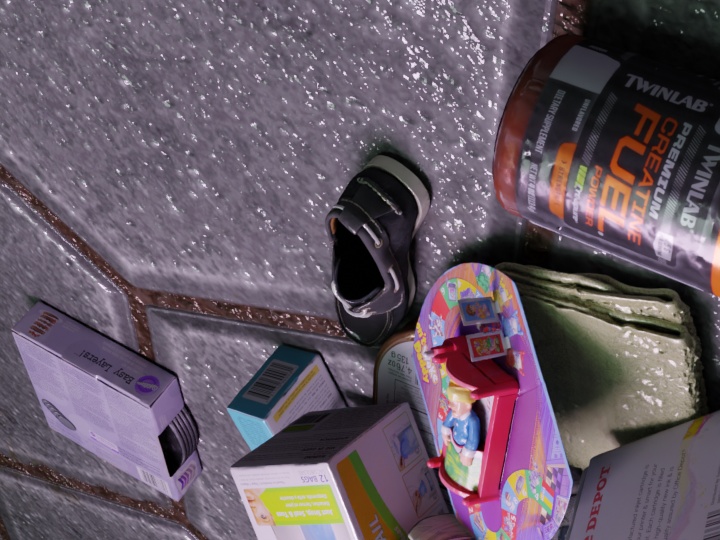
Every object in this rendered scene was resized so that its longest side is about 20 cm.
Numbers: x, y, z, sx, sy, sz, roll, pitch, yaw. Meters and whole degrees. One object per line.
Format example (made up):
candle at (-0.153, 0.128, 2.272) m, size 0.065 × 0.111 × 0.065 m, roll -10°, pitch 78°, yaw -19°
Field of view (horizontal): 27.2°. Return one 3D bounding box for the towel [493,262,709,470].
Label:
towel at (0.171, 0.077, 1.016) m, size 0.148 × 0.037 × 0.201 m, roll 16°, pitch 141°, yaw 34°

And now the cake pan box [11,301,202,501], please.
cake pan box at (-0.262, 0.141, 1.565) m, size 0.199 × 0.052 × 0.185 m, roll 25°, pitch 148°, yaw 24°

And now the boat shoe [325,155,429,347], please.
boat shoe at (0.000, 0.000, 1.075) m, size 0.072 × 0.068 × 0.201 m, roll 30°, pitch 150°, yaw 14°

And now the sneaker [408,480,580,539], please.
sneaker at (0.131, 0.215, 1.087) m, size 0.086 × 0.199 × 0.078 m, roll 27°, pitch 122°, yaw 56°

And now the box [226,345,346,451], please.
box at (-0.040, 0.167, 1.321) m, size 0.049 × 0.082 × 0.201 m, roll 12°, pitch 139°, yaw 40°

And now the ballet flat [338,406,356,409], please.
ballet flat at (0.054, 0.162, 1.233) m, size 0.199 × 0.068 × 0.075 m, roll 4°, pitch 146°, yaw 41°

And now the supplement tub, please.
supplement tub at (0.176, -0.048, 0.779) m, size 0.199 × 0.107 × 0.107 m, roll 23°, pitch 146°, yaw 26°

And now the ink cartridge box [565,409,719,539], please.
ink cartridge box at (0.224, 0.167, 0.923) m, size 0.085 × 0.148 × 0.200 m, roll 39°, pitch 139°, yaw -18°

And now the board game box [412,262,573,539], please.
board game box at (0.070, 0.098, 1.007) m, size 0.158 × 0.039 × 0.202 m, roll -38°, pitch 63°, yaw 59°

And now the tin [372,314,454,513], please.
tin at (0.059, 0.128, 1.137) m, size 0.111 × 0.042 × 0.201 m, roll 22°, pitch 124°, yaw 35°

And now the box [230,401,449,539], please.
box at (0.003, 0.214, 1.132) m, size 0.112 × 0.101 × 0.201 m, roll -10°, pitch 105°, yaw 43°
